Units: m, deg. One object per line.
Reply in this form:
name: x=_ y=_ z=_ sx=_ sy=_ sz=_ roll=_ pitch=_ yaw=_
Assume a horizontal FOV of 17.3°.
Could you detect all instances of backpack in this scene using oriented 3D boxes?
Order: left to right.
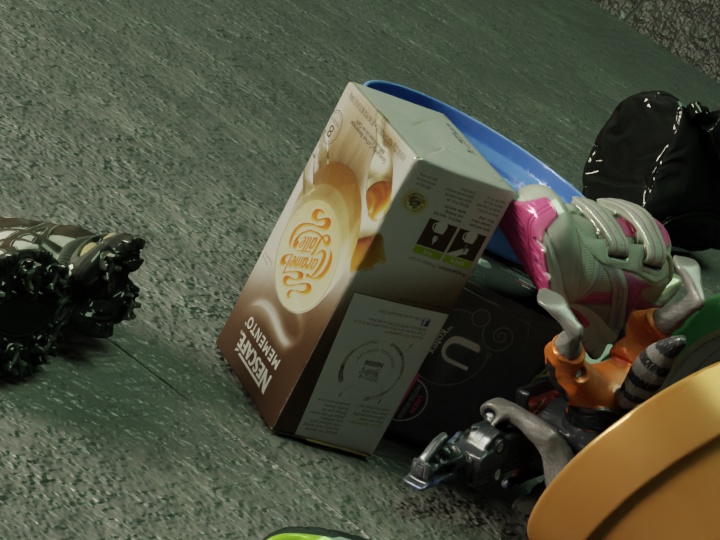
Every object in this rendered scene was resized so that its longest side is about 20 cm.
backpack: x=0.311 y=-0.095 z=2.355 sx=0.127 sy=0.167 sz=0.200 roll=34 pitch=11 yaw=34

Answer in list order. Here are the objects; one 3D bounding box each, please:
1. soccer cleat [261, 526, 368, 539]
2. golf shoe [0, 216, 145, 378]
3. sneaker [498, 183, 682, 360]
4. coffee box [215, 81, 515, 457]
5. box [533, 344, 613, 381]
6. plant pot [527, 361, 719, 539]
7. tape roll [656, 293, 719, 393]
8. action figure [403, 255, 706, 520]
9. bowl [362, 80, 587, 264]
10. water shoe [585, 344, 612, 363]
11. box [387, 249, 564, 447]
soccer cleat: x=0.026 y=0.186 z=1.249 sx=0.200 sy=0.068 sz=0.081 roll=24 pitch=0 yaw=-18
golf shoe: x=-0.208 y=0.011 z=1.374 sx=0.094 sy=0.078 sz=0.200 roll=16 pitch=10 yaw=20
sneaker: x=0.150 y=-0.015 z=1.507 sx=0.081 sy=0.088 sz=0.200 roll=61 pitch=8 yaw=23
coffee box: x=0.000 y=0.000 z=1.487 sx=0.080 sy=0.200 sz=0.114 roll=17 pitch=20 yaw=-31
box: x=0.095 y=0.025 z=1.831 sx=0.198 sy=0.050 sz=0.200 roll=36 pitch=18 yaw=24
plant pot: x=0.221 y=0.162 z=1.423 sx=0.200 sy=0.200 sz=0.140 roll=5 pitch=44 yaw=-53
tape roll: x=0.258 y=0.114 z=1.571 sx=0.048 sy=0.201 sz=0.200 roll=14 pitch=22 yaw=-37
action figure: x=0.130 y=0.097 z=1.468 sx=0.200 sy=0.194 sz=0.105 roll=-25 pitch=49 yaw=-39
bowl: x=0.079 y=-0.064 z=1.653 sx=0.200 sy=0.039 sz=0.201 roll=29 pitch=16 yaw=-9
water shoe: x=0.195 y=0.098 z=1.742 sx=0.079 sy=0.072 sz=0.200 roll=36 pitch=19 yaw=16
box: x=0.045 y=0.025 z=1.623 sx=0.106 sy=0.122 sz=0.200 roll=24 pitch=17 yaw=-21
